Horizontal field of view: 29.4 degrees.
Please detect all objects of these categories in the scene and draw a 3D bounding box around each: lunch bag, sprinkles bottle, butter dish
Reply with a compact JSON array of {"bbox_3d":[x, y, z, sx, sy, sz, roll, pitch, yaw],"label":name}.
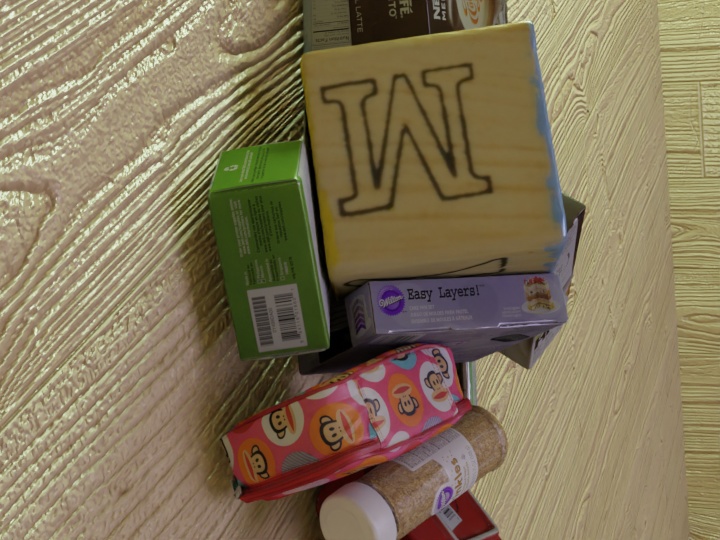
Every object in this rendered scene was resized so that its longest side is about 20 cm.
[{"bbox_3d":[-0.021,0.131,1.160,0.199,0.175,0.083,-14,81,-52],"label":"lunch bag"},{"bbox_3d":[0.051,0.188,1.222,0.199,0.068,0.069,-28,118,-44],"label":"sprinkles bottle"},{"bbox_3d":[0.029,0.257,1.340,0.201,0.148,0.199,52,15,17],"label":"butter dish"}]

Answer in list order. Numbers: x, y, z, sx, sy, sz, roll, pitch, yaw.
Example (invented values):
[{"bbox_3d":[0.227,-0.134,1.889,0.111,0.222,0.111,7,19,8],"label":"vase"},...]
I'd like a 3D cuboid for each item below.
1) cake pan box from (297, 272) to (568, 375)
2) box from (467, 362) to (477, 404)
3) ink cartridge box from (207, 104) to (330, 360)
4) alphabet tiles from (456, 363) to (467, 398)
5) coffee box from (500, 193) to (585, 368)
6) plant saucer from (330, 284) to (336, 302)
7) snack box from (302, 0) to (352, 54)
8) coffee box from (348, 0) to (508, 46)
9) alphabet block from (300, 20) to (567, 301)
[{"bbox_3d":[0.055,0.050,1.228,0.184,0.198,0.053,142,-58,-63],"label":"cake pan box"},{"bbox_3d":[0.117,0.105,1.615,0.200,0.036,0.146,54,33,-80],"label":"box"},{"bbox_3d":[-0.071,-0.037,1.153,0.200,0.075,0.149,-93,174,-66],"label":"ink cartridge box"},{"bbox_3d":[0.089,0.145,1.506,0.200,0.007,0.169,164,-75,-78],"label":"alphabet tiles"},{"bbox_3d":[0.157,-0.005,1.417,0.080,0.114,0.201,-47,157,-28],"label":"coffee box"},{"bbox_3d":[0.000,0.000,1.388,0.200,0.032,0.203,1,90,-68],"label":"plant saucer"},{"bbox_3d":[0.006,-0.264,1.329,0.168,0.067,0.202,5,83,-65],"label":"snack box"},{"bbox_3d":[0.067,-0.255,1.285,0.200,0.079,0.116,-15,101,-62],"label":"coffee box"},{"bbox_3d":[0.061,-0.083,1.201,0.195,0.198,0.199,82,0,-77],"label":"alphabet block"}]
